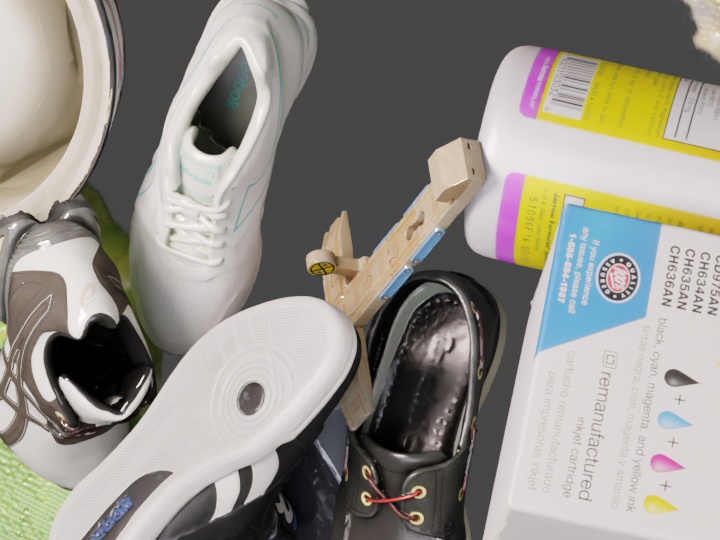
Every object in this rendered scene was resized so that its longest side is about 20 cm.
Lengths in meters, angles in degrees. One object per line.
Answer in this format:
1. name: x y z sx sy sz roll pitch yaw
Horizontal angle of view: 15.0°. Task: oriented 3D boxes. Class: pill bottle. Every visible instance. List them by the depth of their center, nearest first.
1. pill bottle: 0.156 -0.037 1.295 0.200 0.104 0.104 14 111 9

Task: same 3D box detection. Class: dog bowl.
1. dog bowl: -0.207 -0.111 1.373 0.200 0.074 0.200 4 109 13

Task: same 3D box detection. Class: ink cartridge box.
1. ink cartridge box: 0.167 0.079 1.227 0.200 0.145 0.147 12 69 1

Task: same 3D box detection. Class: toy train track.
1. toy train track: 0.000 0.000 1.322 0.033 0.115 0.200 9 144 -26

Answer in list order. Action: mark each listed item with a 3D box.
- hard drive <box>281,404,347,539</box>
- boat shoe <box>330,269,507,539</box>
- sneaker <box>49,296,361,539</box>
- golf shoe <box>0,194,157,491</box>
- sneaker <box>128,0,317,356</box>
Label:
1. hard drive: -0.032 0.164 1.439 0.135 0.042 0.200 -21 102 18
2. boat shoe: 0.021 0.097 1.354 0.074 0.063 0.202 12 87 22
3. sneaker: -0.052 0.093 1.348 0.200 0.112 0.073 -42 52 21
4. golf shoe: -0.143 0.060 1.370 0.078 0.095 0.200 -23 140 -15
5. sneaker: -0.079 -0.044 1.363 0.070 0.080 0.200 18 113 5
